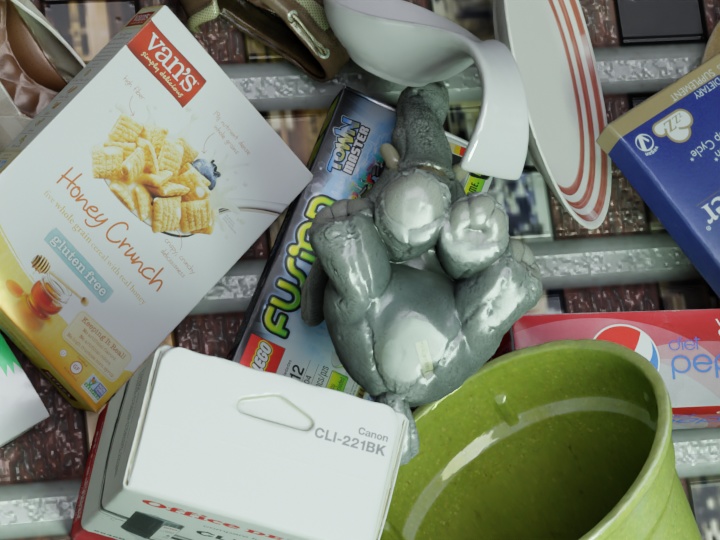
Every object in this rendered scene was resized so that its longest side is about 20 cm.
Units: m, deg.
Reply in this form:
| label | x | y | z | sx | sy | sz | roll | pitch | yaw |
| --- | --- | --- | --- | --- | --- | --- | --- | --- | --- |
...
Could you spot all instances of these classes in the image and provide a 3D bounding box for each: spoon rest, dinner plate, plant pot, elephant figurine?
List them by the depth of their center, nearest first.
| label | x | y | z | sx | sy | sz | roll | pitch | yaw |
| --- | --- | --- | --- | --- | --- | --- | --- | --- | --- |
| plant pot | 0.122 | 0.174 | 1.562 | 0.200 | 0.200 | 0.184 | -45 | 123 | -20 |
| spoon rest | 0.045 | -0.124 | 1.592 | 0.099 | 0.200 | 0.061 | 10 | 115 | -32 |
| elephant figurine | 0.031 | -0.007 | 1.597 | 0.155 | 0.200 | 0.142 | -36 | 103 | 2 |
| dinner plate | 0.112 | -0.121 | 1.659 | 0.024 | 0.200 | 0.201 | -12 | 77 | 17 |

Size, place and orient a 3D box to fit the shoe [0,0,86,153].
| label | x | y | z | sx | sy | sz | roll | pitch | yaw |
| --- | --- | --- | --- | --- | --- | --- | --- | --- | --- |
| shoe | -0.196 | -0.106 | 1.627 | 0.070 | 0.053 | 0.200 | -37 | 90 | -19 |

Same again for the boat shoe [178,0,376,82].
| label | x | y | z | sx | sy | sz | roll | pitch | yaw |
| --- | --- | --- | --- | --- | --- | --- | --- | --- | --- |
| boat shoe | -0.088 | -0.183 | 1.665 | 0.202 | 0.075 | 0.075 | 28 | 70 | -7 |

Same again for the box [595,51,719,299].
| label | x | y | z | sx | sy | sz | roll | pitch | yaw |
| --- | --- | --- | --- | --- | --- | --- | --- | --- | --- |
| box | 0.251 | -0.035 | 1.676 | 0.121 | 0.032 | 0.200 | -33 | 80 | -23 |

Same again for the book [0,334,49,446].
| label | x | y | z | sx | sy | sz | roll | pitch | yaw |
| --- | --- | --- | --- | --- | --- | --- | --- | --- | --- |
| book | -0.298 | 0.079 | 1.563 | 0.200 | 0.048 | 0.134 | -32 | 88 | -23 |

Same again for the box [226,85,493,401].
| label | x | y | z | sx | sy | sz | roll | pitch | yaw |
| --- | --- | --- | --- | --- | --- | --- | --- | --- | --- |
| box | 0.000 | 0.000 | 1.663 | 0.110 | 0.035 | 0.201 | 24 | 71 | -7 |

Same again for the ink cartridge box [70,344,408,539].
| label | x | y | z | sx | sy | sz | roll | pitch | yaw |
| --- | --- | --- | --- | --- | --- | --- | --- | --- | --- |
| ink cartridge box | -0.072 | 0.116 | 1.526 | 0.144 | 0.200 | 0.084 | 16 | 72 | -10 |

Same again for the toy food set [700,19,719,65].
| label | x | y | z | sx | sy | sz | roll | pitch | yaw |
| --- | --- | --- | --- | --- | --- | --- | --- | --- | --- |
| toy food set | 0.308 | -0.103 | 1.763 | 0.197 | 0.049 | 0.201 | 6 | 75 | -13 |

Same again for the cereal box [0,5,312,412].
| label | x | y | z | sx | sy | sz | roll | pitch | yaw |
| --- | --- | --- | --- | --- | --- | --- | --- | --- | --- |
| cereal box | -0.140 | -0.037 | 1.601 | 0.200 | 0.039 | 0.144 | -48 | 111 | -17 |

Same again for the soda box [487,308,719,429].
| label | x | y | z | sx | sy | sz | roll | pitch | yaw |
| --- | --- | --- | --- | --- | --- | --- | --- | --- | --- |
| soda box | 0.180 | 0.061 | 1.675 | 0.199 | 0.070 | 0.064 | -2 | 74 | -15 |
